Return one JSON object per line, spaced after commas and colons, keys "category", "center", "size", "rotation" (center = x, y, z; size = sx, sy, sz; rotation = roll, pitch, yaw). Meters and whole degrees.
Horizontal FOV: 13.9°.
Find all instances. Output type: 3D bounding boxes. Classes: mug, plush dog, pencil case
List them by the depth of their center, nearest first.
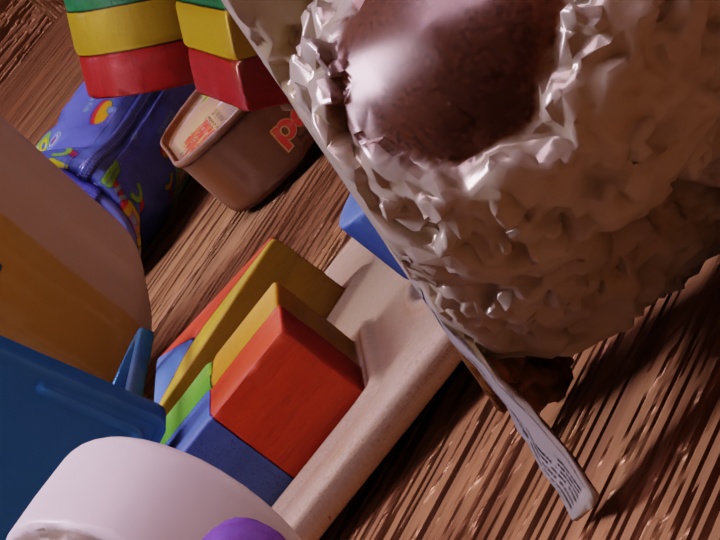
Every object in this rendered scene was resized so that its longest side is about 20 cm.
{"category": "plush dog", "center": [0.067, -0.065, 0.564], "size": [0.172, 0.161, 0.200], "rotation": [-34, 39, 0]}
{"category": "mug", "center": [-0.161, 0.022, 1.037], "size": [0.149, 0.153, 0.187], "rotation": [-5, 60, 46]}
{"category": "pencil case", "center": [-0.104, -0.067, 1.359], "size": [0.200, 0.078, 0.087], "rotation": [-62, -6, -48]}

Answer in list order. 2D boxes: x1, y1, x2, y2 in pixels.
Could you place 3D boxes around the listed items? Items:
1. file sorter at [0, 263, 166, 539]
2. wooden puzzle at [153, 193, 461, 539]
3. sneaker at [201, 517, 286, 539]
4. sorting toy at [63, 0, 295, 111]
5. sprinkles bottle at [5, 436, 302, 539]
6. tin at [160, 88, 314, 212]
{"category": "file sorter", "center": [-0.165, 0.045, 0.766], "size": [0.123, 0.199, 0.139], "rotation": [-92, 27, -77]}
{"category": "wooden puzzle", "center": [0.000, 0.000, 0.762], "size": [0.200, 0.046, 0.185], "rotation": [-47, 10, 7]}
{"category": "sneaker", "center": [-0.088, 0.080, 0.506], "size": [0.199, 0.084, 0.081], "rotation": [-16, 39, 15]}
{"category": "sorting toy", "center": [0.012, -0.091, 0.746], "size": [0.199, 0.070, 0.199], "rotation": [-15, 10, -11]}
{"category": "sprinkles bottle", "center": [-0.080, 0.125, 0.573], "size": [0.200, 0.068, 0.068], "rotation": [-56, 12, -32]}
{"category": "tin", "center": [-0.032, -0.078, 1.217], "size": [0.112, 0.042, 0.200], "rotation": [-44, 10, 1]}
